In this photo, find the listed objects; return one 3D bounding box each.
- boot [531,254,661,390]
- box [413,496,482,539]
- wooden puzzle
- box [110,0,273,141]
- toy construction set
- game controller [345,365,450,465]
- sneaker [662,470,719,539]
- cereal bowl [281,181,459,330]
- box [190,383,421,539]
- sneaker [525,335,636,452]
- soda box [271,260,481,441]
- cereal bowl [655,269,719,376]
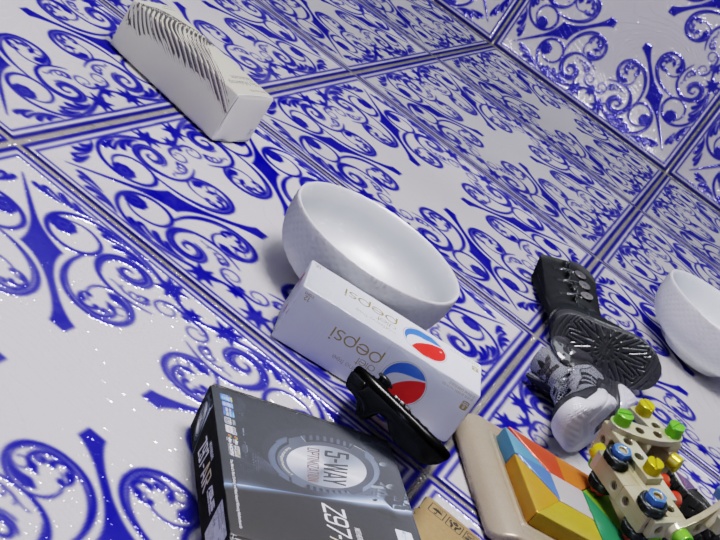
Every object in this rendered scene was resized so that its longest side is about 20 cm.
[{"bbox_3d":[0.307,0.064,1.771,0.164,0.066,0.200,32,16,-12],"label":"boot"},{"bbox_3d":[0.101,0.271,1.047,0.200,0.021,0.163,39,21,9],"label":"box"},{"bbox_3d":[0.190,0.222,1.271,0.199,0.037,0.185,27,22,-21],"label":"wooden puzzle"},{"bbox_3d":[-0.206,-0.242,1.633,0.200,0.069,0.082,42,22,20],"label":"box"},{"bbox_3d":[0.296,0.205,1.305,0.130,0.093,0.200,4,21,-32],"label":"toy construction set"},{"bbox_3d":[0.033,0.124,1.148,0.104,0.042,0.200,35,-3,5],"label":"game controller"},{"bbox_3d":[0.346,0.271,1.358,0.087,0.076,0.200,32,20,-23],"label":"sneaker"},{"bbox_3d":[0.000,0.000,1.399,0.199,0.084,0.200,30,21,-12],"label":"cereal bowl"},{"bbox_3d":[-0.039,0.173,0.982,0.159,0.044,0.200,21,20,-18],"label":"box"},{"bbox_3d":[0.224,0.133,1.473,0.114,0.076,0.200,42,16,21],"label":"sneaker"},{"bbox_3d":[0.018,0.077,1.286,0.199,0.064,0.068,32,21,-7],"label":"soda box"},{"bbox_3d":[0.503,0.092,1.946,0.199,0.084,0.200,29,22,-13],"label":"cereal bowl"}]
